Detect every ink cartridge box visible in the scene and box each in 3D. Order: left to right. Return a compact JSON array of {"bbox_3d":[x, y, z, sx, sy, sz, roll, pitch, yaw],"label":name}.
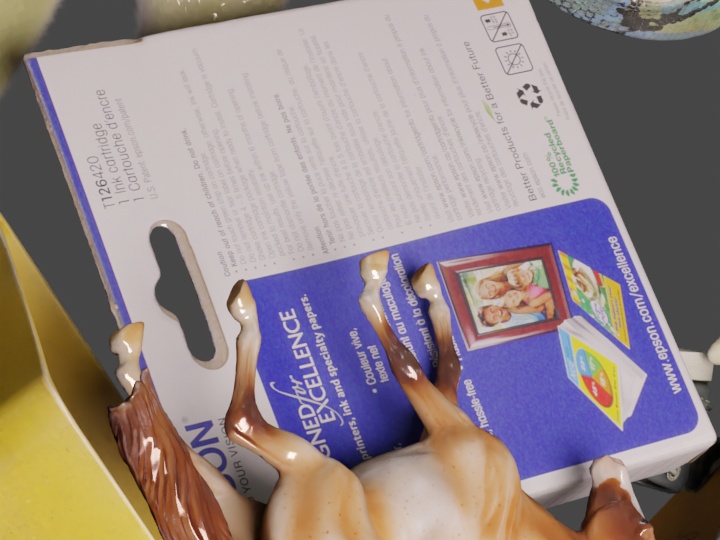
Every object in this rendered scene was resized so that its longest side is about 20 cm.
[{"bbox_3d":[0.000,0.000,0.978,0.199,0.047,0.198,-13,71,-23],"label":"ink cartridge box"}]

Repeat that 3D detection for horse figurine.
[{"bbox_3d":[0.000,0.063,0.882,0.199,0.050,0.133,-10,72,-43],"label":"horse figurine"}]

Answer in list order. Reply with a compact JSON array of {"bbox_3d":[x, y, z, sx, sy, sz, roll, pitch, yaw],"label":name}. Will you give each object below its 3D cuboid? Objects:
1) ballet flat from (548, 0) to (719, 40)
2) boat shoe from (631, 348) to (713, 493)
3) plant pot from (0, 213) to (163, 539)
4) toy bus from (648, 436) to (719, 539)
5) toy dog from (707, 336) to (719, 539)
[{"bbox_3d":[0.079,-0.137,1.037,0.199,0.074,0.075,20,89,-28],"label":"ballet flat"},{"bbox_3d":[0.049,0.056,1.053,0.199,0.073,0.062,2,94,-31],"label":"boat shoe"},{"bbox_3d":[-0.134,0.129,0.916,0.176,0.200,0.200,-32,112,-1],"label":"plant pot"},{"bbox_3d":[0.145,0.131,1.116,0.200,0.065,0.078,-45,116,-13],"label":"toy bus"},{"bbox_3d":[0.158,0.118,1.008,0.200,0.140,0.194,-36,76,-14],"label":"toy dog"}]
